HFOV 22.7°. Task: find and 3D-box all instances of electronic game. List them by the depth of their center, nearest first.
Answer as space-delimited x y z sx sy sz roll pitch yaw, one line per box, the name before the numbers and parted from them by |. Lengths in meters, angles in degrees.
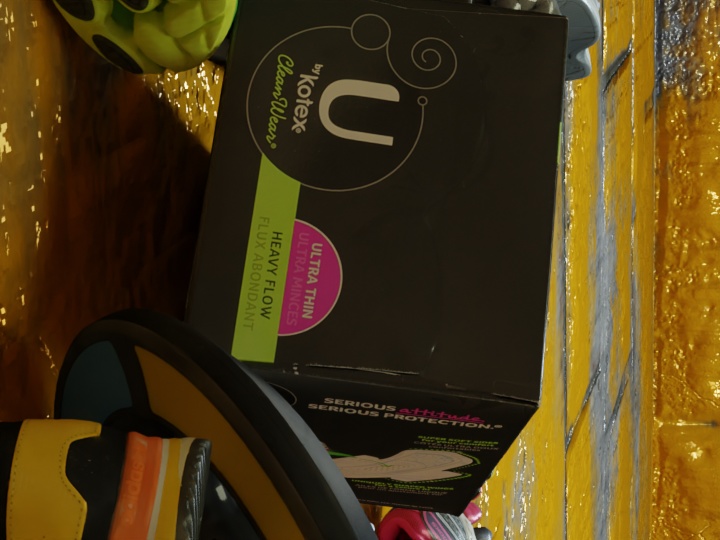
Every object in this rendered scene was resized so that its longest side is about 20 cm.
electronic game | -0.043 0.107 0.569 0.041 0.200 0.201 -24 123 -30

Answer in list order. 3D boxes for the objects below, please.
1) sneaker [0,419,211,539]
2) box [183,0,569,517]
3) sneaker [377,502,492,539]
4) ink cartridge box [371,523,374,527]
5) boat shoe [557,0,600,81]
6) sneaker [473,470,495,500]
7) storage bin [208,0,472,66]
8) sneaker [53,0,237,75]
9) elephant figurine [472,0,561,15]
sneaker | -0.105 0.109 0.523 0.070 0.089 0.201 -85 -166 -45
box | 0.000 0.000 0.696 0.200 0.123 0.150 107 -10 -71
sneaker | 0.036 0.236 1.077 0.075 0.080 0.202 8 76 -61
ink cartridge box | -0.038 0.202 0.824 0.200 0.050 0.164 14 78 -78
boat shoe | 0.170 -0.218 1.542 0.202 0.074 0.065 47 40 -75
sneaker | 0.071 0.052 1.199 0.082 0.077 0.202 9 93 -79
storage bin | 0.002 -0.166 0.784 0.134 0.144 0.202 69 25 -79
sneaker | -0.072 -0.161 0.596 0.084 0.073 0.201 -59 147 -55
elephant figurine | 0.036 -0.181 0.937 0.155 0.140 0.202 126 -42 -63
